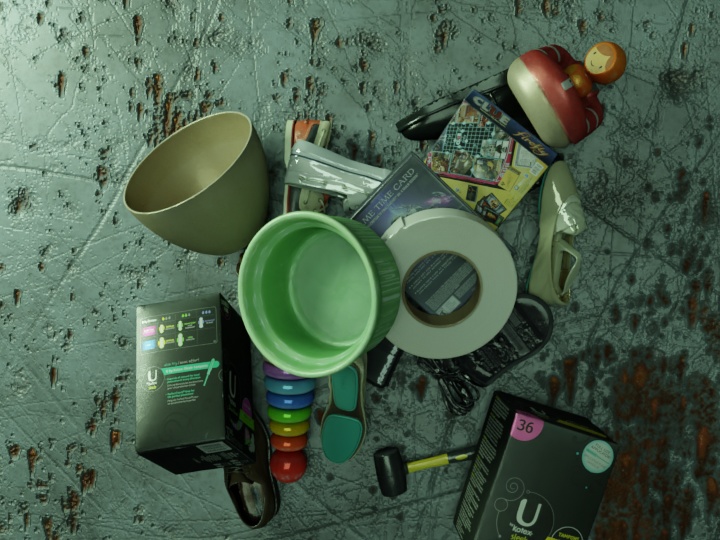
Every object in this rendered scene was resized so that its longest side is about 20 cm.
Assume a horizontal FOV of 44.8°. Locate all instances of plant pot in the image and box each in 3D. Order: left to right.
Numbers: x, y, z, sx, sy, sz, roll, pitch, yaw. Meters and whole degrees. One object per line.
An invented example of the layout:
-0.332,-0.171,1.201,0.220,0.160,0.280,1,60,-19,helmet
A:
-0.202,-0.099,1.190,0.199,0.201,0.135,-27,126,7,plant pot

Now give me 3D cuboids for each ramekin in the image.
-0.046,0.025,1.091,0.198,0.097,0.203,3,97,28,ramekin

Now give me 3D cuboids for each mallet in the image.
0.114,0.259,1.239,0.198,0.041,0.067,-21,94,3,mallet

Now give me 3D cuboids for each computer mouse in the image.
0.178,0.098,1.217,0.199,0.053,0.139,-34,89,18,computer mouse

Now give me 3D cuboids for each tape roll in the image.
0.105,0.018,1.142,0.200,0.037,0.205,-1,112,-2,tape roll

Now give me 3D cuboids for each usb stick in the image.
0.054,0.069,1.228,0.055,0.032,0.202,28,96,39,usb stick

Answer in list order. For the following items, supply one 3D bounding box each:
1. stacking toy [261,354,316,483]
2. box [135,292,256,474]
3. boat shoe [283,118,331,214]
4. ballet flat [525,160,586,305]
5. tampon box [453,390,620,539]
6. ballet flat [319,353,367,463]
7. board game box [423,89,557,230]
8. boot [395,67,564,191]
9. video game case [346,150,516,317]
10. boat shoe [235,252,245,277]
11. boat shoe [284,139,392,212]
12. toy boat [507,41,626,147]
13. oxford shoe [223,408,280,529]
-0.098,0.203,1.240,0.084,0.085,0.203,1,100,6,stacking toy
-0.220,0.154,1.177,0.123,0.149,0.202,-9,65,6,box
-0.074,-0.112,1.222,0.062,0.071,0.203,1,89,3,boat shoe
0.271,-0.043,1.167,0.069,0.070,0.202,6,113,6,ballet flat
0.230,0.288,1.168,0.148,0.126,0.202,17,95,-6,tampon box
-0.015,0.184,1.224,0.067,0.063,0.202,16,125,9,ballet flat
0.149,-0.122,1.150,0.135,0.035,0.200,38,139,3,board game box
0.165,-0.170,1.193,0.196,0.073,0.164,-22,96,9,boot
0.089,-0.038,1.151,0.200,0.019,0.143,41,103,-17,video game case
-0.104,0.049,1.215,0.199,0.070,0.071,36,116,26,boat shoe
-0.006,-0.108,1.168,0.198,0.074,0.067,20,84,4,boat shoe
0.275,-0.239,1.103,0.130,0.200,0.131,-33,91,32,toy boat
-0.166,0.269,1.244,0.072,0.084,0.202,-20,89,9,oxford shoe
